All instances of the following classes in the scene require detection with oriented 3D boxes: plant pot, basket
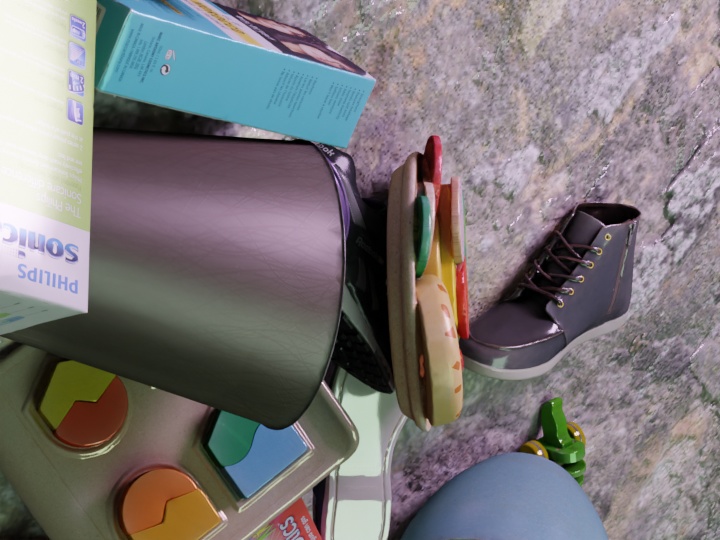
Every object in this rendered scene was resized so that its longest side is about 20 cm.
[{"bbox_3d":[0.130,0.237,1.407,0.201,0.198,0.136,79,23,-44],"label":"plant pot"},{"bbox_3d":[-0.127,-0.009,0.949,0.198,0.182,0.136,10,157,-31],"label":"basket"}]

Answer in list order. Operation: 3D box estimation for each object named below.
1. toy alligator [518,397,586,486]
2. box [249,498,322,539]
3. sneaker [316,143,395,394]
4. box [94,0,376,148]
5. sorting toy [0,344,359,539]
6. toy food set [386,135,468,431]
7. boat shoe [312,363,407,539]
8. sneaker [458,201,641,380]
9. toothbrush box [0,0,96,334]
[{"bbox_3d":[0.176,0.206,1.509,0.059,0.054,0.202,-19,132,-33],"label":"toy alligator"},{"bbox_3d":[-0.097,0.179,1.170,0.094,0.103,0.201,-39,145,-15],"label":"box"},{"bbox_3d":[0.000,0.000,1.143,0.088,0.075,0.201,-46,133,-21],"label":"sneaker"},{"bbox_3d":[-0.088,-0.125,0.962,0.199,0.082,0.050,8,113,-48],"label":"box"},{"bbox_3d":[-0.124,0.096,1.044,0.199,0.186,0.036,-36,-177,-15],"label":"sorting toy"},{"bbox_3d":[0.049,0.011,1.145,0.200,0.048,0.200,52,36,-79],"label":"toy food set"},{"bbox_3d":[-0.001,0.123,1.250,0.074,0.062,0.203,2,95,-23],"label":"boat shoe"},{"bbox_3d":[0.150,0.011,1.326,0.199,0.074,0.107,-24,130,-43],"label":"sneaker"},{"bbox_3d":[-0.207,-0.082,0.790,0.145,0.085,0.202,19,64,-51],"label":"toothbrush box"}]
